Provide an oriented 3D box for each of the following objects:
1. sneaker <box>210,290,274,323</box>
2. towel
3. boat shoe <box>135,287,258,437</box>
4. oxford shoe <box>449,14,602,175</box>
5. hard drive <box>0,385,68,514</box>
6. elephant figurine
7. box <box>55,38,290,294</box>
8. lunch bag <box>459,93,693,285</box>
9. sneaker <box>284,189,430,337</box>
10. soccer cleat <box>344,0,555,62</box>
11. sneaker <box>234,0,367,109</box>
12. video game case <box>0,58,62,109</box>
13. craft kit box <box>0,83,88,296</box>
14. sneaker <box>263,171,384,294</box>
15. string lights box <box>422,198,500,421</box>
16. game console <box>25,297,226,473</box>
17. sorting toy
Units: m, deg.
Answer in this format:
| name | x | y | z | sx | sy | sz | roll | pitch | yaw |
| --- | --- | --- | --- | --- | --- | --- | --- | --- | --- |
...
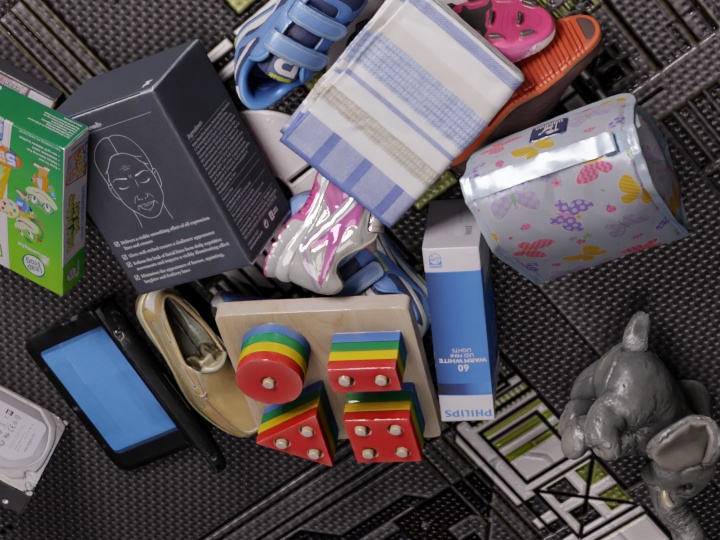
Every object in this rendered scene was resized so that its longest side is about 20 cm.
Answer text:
| name | x | y | z | sx | sy | sz | roll | pitch | yaw |
| --- | --- | --- | --- | --- | --- | --- | --- | --- | --- |
| sneaker | -0.060 | 0.058 | 1.622 | 0.199 | 0.076 | 0.077 | 22 | 115 | -15 |
| towel | 0.036 | -0.152 | 1.419 | 0.147 | 0.024 | 0.200 | 38 | 112 | -10 |
| boat shoe | -0.162 | 0.101 | 1.641 | 0.072 | 0.076 | 0.200 | -46 | 111 | -18 |
| oxford shoe | 0.156 | -0.163 | 1.469 | 0.200 | 0.072 | 0.072 | -38 | 134 | 24 |
| hard drive | -0.431 | 0.168 | 1.698 | 0.199 | 0.140 | 0.038 | 29 | 120 | -7 |
| elephant figurine | 0.314 | 0.170 | 1.595 | 0.199 | 0.142 | 0.155 | 28 | 148 | -8 |
| box | -0.188 | -0.098 | 1.510 | 0.148 | 0.107 | 0.201 | -13 | 118 | 31 |
| lunch bag | 0.197 | -0.079 | 1.422 | 0.169 | 0.200 | 0.128 | -19 | 72 | 20 |
| sneaker | 0.000 | 0.000 | 1.567 | 0.200 | 0.082 | 0.074 | 43 | 118 | -13 |
| soccer cleat | 0.085 | -0.203 | 1.455 | 0.198 | 0.070 | 0.087 | -6 | 141 | 10 |
| sneaker | -0.052 | -0.218 | 1.413 | 0.074 | 0.083 | 0.200 | 26 | 140 | -19 |
| video game case | -0.425 | -0.153 | 1.579 | 0.199 | 0.026 | 0.181 | 28 | 120 | -7 |
| craft kit box | -0.357 | -0.095 | 1.505 | 0.199 | 0.049 | 0.198 | 26 | 139 | 14 |
| sneaker | -0.010 | -0.062 | 1.506 | 0.088 | 0.081 | 0.201 | 31 | 95 | 0 |
| string lights box | 0.104 | 0.040 | 1.561 | 0.058 | 0.103 | 0.201 | -2 | 119 | 10 |
| game console | -0.255 | 0.144 | 1.675 | 0.116 | 0.176 | 0.201 | -36 | 112 | -5 |
| sorting toy | -0.032 | 0.121 | 1.565 | 0.197 | 0.070 | 0.201 | -3 | 136 | 14 |
